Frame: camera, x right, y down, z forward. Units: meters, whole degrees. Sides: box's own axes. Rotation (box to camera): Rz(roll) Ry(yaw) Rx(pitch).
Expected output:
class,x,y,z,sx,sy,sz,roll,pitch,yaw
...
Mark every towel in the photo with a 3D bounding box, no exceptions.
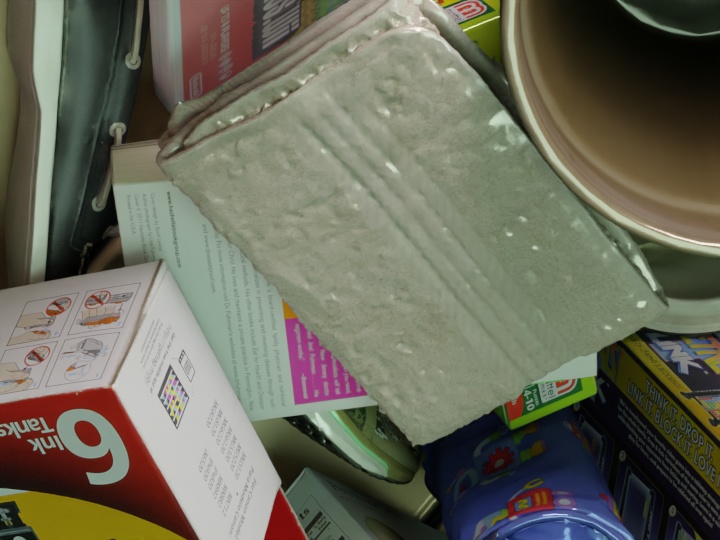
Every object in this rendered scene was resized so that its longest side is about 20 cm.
class,x,y,z,sx,sy,sz,roll,pitch,yaw
towel,0.021,-0.021,1.133,0.132,0.035,0.200,-29,122,18

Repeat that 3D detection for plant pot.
class,x,y,z,sx,sy,sz,roll,pitch,yaw
plant pot,0.152,-0.127,1.132,0.199,0.174,0.201,0,111,0

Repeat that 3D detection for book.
class,x,y,z,sx,sy,sz,roll,pitch,yaw
book,0.000,0.000,1.189,0.199,0.048,0.134,-7,124,-3

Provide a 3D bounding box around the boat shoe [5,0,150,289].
class,x,y,z,sx,sy,sz,roll,pitch,yaw
boat shoe,-0.121,-0.049,1.202,0.060,0.074,0.201,-2,107,-18

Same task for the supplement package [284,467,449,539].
class,x,y,z,sx,sy,sz,roll,pitch,yaw
supplement package,0.024,0.226,1.300,0.151,0.200,0.152,-51,140,7

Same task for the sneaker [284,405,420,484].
class,x,y,z,sx,sy,sz,roll,pitch,yaw
sneaker,-0.015,0.021,1.285,0.089,0.077,0.200,-44,126,-9

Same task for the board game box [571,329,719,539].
class,x,y,z,sx,sy,sz,roll,pitch,yaw
board game box,0.152,0.121,1.327,0.056,0.200,0.166,-2,115,-21

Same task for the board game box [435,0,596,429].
class,x,y,z,sx,sy,sz,roll,pitch,yaw
board game box,0.049,-0.039,1.261,0.047,0.102,0.201,-21,121,-12

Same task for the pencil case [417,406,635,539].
class,x,y,z,sx,sy,sz,roll,pitch,yaw
pencil case,0.073,0.107,1.289,0.087,0.200,0.078,-31,111,6

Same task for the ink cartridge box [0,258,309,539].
class,x,y,z,sx,sy,sz,roll,pitch,yaw
ink cartridge box,-0.145,0.101,1.196,0.199,0.084,0.176,-11,126,24

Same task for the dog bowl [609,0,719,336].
class,x,y,z,sx,sy,sz,roll,pitch,yaw
dog bowl,0.160,-0.074,1.311,0.199,0.074,0.201,-10,117,-19

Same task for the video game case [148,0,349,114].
class,x,y,z,sx,sy,sz,roll,pitch,yaw
video game case,-0.001,-0.146,1.150,0.200,0.017,0.143,-34,167,-13
